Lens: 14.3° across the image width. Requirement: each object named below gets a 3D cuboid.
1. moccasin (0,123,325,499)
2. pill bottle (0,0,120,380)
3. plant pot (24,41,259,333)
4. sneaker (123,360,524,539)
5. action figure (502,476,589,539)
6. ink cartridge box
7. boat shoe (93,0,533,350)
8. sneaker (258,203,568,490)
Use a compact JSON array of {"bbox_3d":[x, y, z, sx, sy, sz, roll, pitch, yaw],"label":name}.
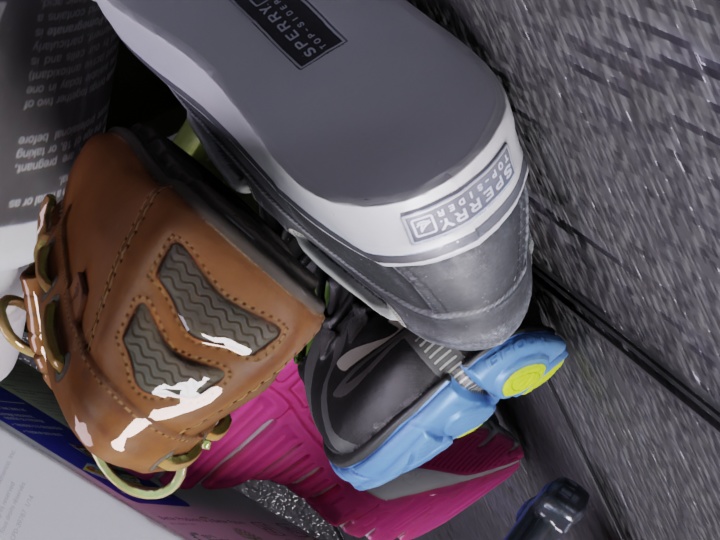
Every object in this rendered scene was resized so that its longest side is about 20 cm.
[{"bbox_3d":[-0.054,0.013,0.722,0.074,0.078,0.201,41,-179,-15],"label":"moccasin"},{"bbox_3d":[-0.126,-0.067,0.842,0.111,0.111,0.200,-125,41,-56],"label":"pill bottle"},{"bbox_3d":[-0.095,-0.045,1.037,0.200,0.200,0.190,59,-174,31],"label":"plant pot"},{"bbox_3d":[-0.032,0.023,0.951,0.200,0.081,0.088,30,-149,-48],"label":"sneaker"},{"bbox_3d":[0.038,0.170,0.864,0.105,0.194,0.200,29,134,-6],"label":"action figure"},{"bbox_3d":[-0.103,0.067,0.957,0.200,0.039,0.099,30,-172,27],"label":"ink cartridge box"},{"bbox_3d":[-0.014,-0.051,0.724,0.200,0.072,0.068,47,164,46],"label":"boat shoe"},{"bbox_3d":[0.000,0.000,0.802,0.083,0.071,0.200,58,180,-20],"label":"sneaker"}]
